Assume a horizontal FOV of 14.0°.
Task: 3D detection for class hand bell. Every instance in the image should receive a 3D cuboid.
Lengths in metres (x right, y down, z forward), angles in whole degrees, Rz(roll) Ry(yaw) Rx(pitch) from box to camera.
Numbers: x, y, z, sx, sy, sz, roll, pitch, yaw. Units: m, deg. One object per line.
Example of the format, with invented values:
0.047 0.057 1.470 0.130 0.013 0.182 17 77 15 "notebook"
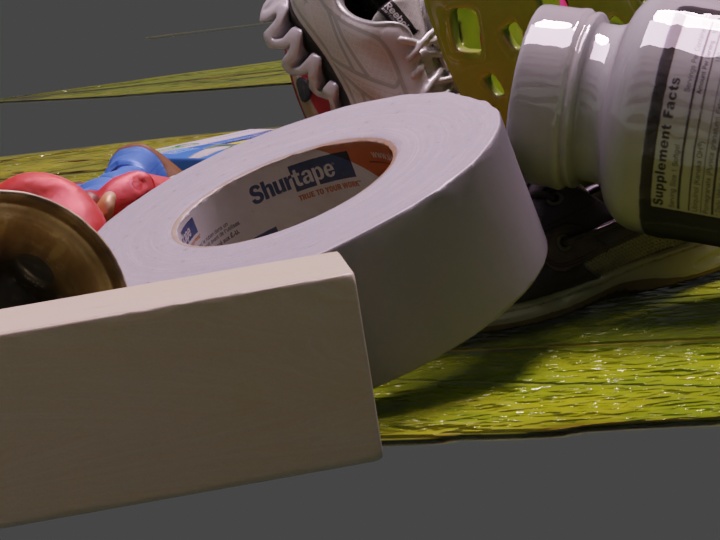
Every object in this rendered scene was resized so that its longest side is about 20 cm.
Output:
-0.177 0.040 1.277 0.104 0.104 0.200 -13 -8 -24 "hand bell"

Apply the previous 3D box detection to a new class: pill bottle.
0.171 -0.064 1.302 0.200 0.111 0.111 11 15 15 "pill bottle"

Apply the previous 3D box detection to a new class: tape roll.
-0.022 -0.007 1.282 0.200 0.066 0.200 -20 19 7 "tape roll"

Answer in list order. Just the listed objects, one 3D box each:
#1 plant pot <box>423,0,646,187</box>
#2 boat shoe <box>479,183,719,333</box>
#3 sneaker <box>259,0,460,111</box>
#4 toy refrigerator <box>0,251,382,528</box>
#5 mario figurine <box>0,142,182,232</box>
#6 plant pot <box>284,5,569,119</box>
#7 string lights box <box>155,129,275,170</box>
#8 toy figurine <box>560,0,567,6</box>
0.169 -0.115 1.541 0.199 0.182 0.200 -1 12 44 "plant pot"
0.093 -0.016 1.372 0.200 0.065 0.072 -14 12 -25 "boat shoe"
0.025 -0.098 1.593 0.075 0.200 0.081 -23 -22 -44 "sneaker"
-0.098 0.049 1.139 0.200 0.076 0.070 -11 9 -5 "toy refrigerator"
-0.133 0.003 1.440 0.106 0.124 0.200 24 15 3 "mario figurine"
0.061 -0.153 1.836 0.182 0.201 0.200 -18 13 -31 "plant pot"
-0.036 -0.047 1.706 0.103 0.059 0.200 -15 11 -39 "string lights box"
0.070 -0.141 2.043 0.184 0.150 0.200 -22 -9 -19 "toy figurine"
